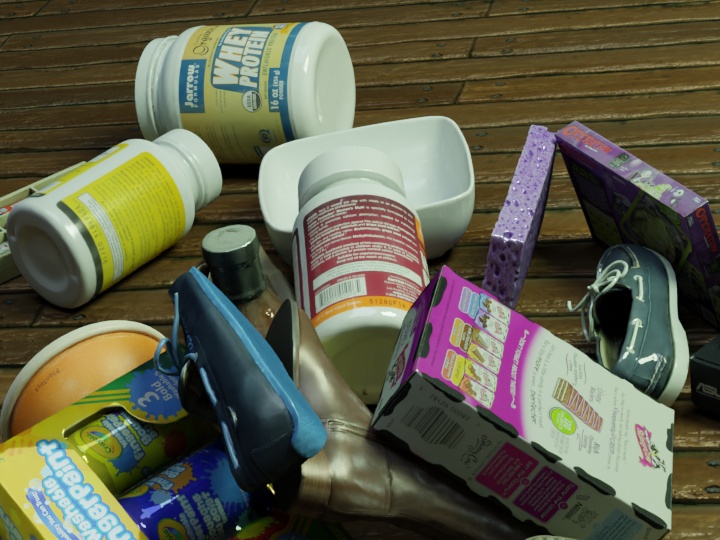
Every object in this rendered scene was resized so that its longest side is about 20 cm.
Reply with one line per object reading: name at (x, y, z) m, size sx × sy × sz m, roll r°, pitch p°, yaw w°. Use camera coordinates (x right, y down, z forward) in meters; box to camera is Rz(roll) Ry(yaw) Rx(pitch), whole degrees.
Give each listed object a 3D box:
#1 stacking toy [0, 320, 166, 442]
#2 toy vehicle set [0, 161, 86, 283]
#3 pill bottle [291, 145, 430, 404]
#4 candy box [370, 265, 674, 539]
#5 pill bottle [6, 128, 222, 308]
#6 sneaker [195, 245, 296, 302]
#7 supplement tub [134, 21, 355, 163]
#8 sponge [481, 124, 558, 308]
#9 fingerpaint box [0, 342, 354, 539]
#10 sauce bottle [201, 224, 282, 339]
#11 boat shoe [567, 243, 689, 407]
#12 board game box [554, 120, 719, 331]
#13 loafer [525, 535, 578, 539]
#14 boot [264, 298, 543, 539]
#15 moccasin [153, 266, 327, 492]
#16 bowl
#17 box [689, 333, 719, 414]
stacking toy at (-0.163, 0.147, 1.201) m, size 0.146 × 0.147 × 0.200 m, roll -23°, pitch 49°, yaw -21°
toy vehicle set at (-0.333, -0.045, 1.666) m, size 0.199 × 0.027 × 0.124 m, roll -28°, pitch 33°, yaw -28°
pill bottle at (0.000, 0.000, 1.333) m, size 0.109 × 0.110 × 0.201 m, roll -9°, pitch 48°, yaw 3°
candy box at (0.114, 0.100, 1.109) m, size 0.199 × 0.061 × 0.137 m, roll 32°, pitch 32°, yaw -7°
pill bottle at (-0.227, -0.057, 1.565) m, size 0.111 × 0.112 × 0.200 m, roll 15°, pitch 38°, yaw 38°
sneaker at (-0.093, 0.033, 1.427) m, size 0.075 × 0.071 × 0.200 m, roll -34°, pitch 29°, yaw -3°
supplement tub at (-0.119, -0.183, 1.717) m, size 0.199 × 0.145 × 0.145 m, roll 1°, pitch 31°, yaw 20°
sponge at (0.132, -0.029, 1.392) m, size 0.030 × 0.112 × 0.200 m, roll 13°, pitch 33°, yaw 8°
fingerpaint box at (-0.127, 0.169, 1.080) m, size 0.166 × 0.074 × 0.200 m, roll -29°, pitch 63°, yaw -30°
sauce bottle at (-0.075, 0.062, 1.209) m, size 0.066 × 0.201 × 0.066 m, roll -8°, pitch 27°, yaw 4°
boat shoe at (0.205, 0.035, 1.289) m, size 0.062 × 0.075 × 0.200 m, roll 23°, pitch 33°, yaw -14°
board game box at (0.237, -0.040, 1.367) m, size 0.032 × 0.120 × 0.200 m, roll -35°, pitch 34°, yaw -7°
loafer at (0.182, 0.215, 0.993) m, size 0.199 × 0.069 × 0.076 m, roll 15°, pitch 39°, yaw 11°
boot at (0.031, 0.113, 1.118) m, size 0.199 × 0.064 × 0.187 m, roll 15°, pitch 42°, yaw -23°
moccasin at (-0.092, 0.065, 1.054) m, size 0.068 × 0.080 × 0.200 m, roll -42°, pitch 34°, yaw 2°
bowl at (0.008, -0.064, 1.536) m, size 0.198 × 0.075 × 0.200 m, roll -10°, pitch 30°, yaw 1°
box at (0.366, 0.060, 1.220) m, size 0.200 × 0.049 × 0.161 m, roll -30°, pitch 36°, yaw -34°
